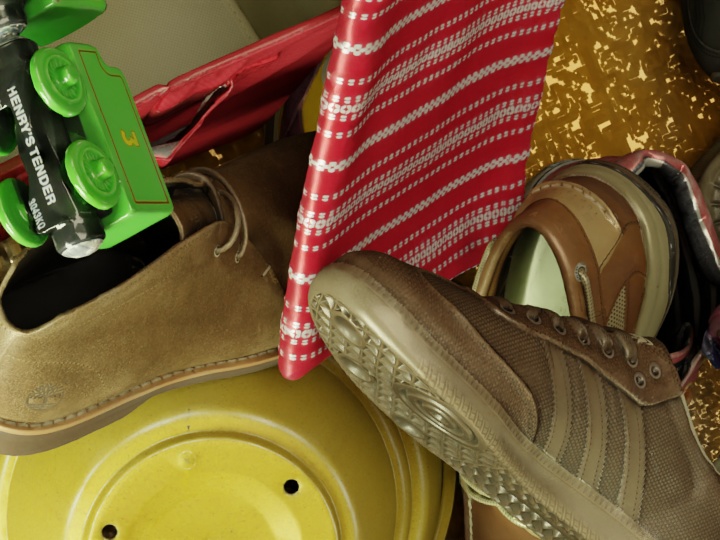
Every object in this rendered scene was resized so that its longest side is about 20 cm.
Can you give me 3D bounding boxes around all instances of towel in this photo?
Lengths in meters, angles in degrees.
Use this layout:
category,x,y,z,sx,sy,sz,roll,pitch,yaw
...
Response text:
category,x,y,z,sx,sy,sz,roll,pitch,yaw
towel,0.031,-0.070,0.908,0.145,0.022,0.200,-30,140,-49

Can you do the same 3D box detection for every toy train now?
category,x,y,z,sx,sy,sz,roll,pitch,yaw
toy train,-0.109,-0.097,0.806,0.056,0.042,0.200,-3,70,-60

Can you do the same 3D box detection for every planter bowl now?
category,x,y,z,sx,sy,sz,roll,pitch,yaw
planter bowl,-0.057,0.091,0.962,0.200,0.083,0.201,-2,106,-7

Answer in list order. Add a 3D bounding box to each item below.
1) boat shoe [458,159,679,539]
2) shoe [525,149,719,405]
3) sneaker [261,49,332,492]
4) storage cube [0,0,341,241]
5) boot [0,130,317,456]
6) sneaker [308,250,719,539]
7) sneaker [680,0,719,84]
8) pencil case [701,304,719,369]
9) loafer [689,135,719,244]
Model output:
category,x,y,z,sx,sy,sz,roll,pitch,yaw
boat shoe,0.063,0.058,0.990,0.074,0.076,0.200,-20,121,-50
shoe,0.097,0.051,1.048,0.071,0.091,0.200,3,85,-18
sneaker,0.000,0.000,1.020,0.075,0.090,0.200,-3,86,-19
storage cube,-0.123,-0.113,0.928,0.171,0.180,0.200,-27,87,-19
boot,-0.051,-0.006,0.906,0.200,0.075,0.074,-30,71,-36
sneaker,0.065,0.042,0.916,0.200,0.070,0.076,43,74,-30
sneaker,0.157,-0.175,1.086,0.079,0.075,0.200,28,66,-54
pencil case,0.208,-0.036,1.020,0.083,0.086,0.200,43,67,-35
loafer,0.201,-0.065,1.106,0.200,0.067,0.076,-32,99,-25
